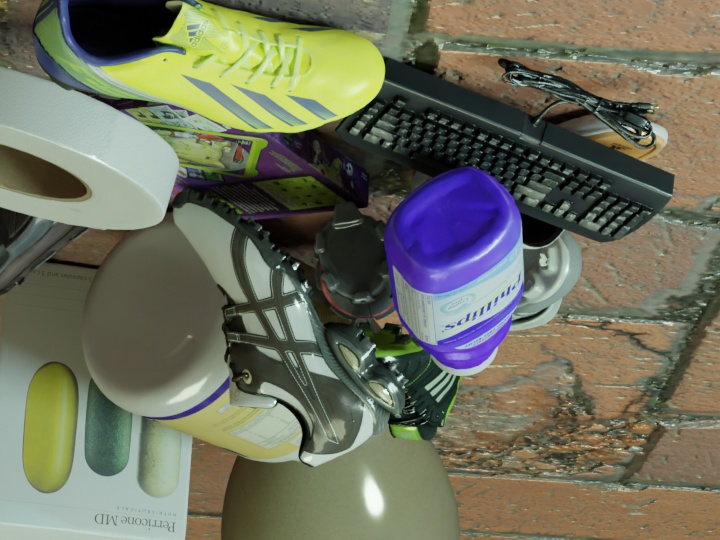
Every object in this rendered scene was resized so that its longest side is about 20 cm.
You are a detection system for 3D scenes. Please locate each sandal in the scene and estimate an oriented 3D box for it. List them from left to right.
[{"bbox_3d":[0.106,-0.048,1.676,0.079,0.059,0.207,17,157,-35],"label":"sandal"}]

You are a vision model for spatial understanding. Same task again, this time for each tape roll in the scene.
[{"bbox_3d":[-0.208,-0.076,1.615,0.203,0.037,0.203,14,166,4],"label":"tape roll"}]

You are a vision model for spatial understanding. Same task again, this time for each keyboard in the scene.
[{"bbox_3d":[0.097,-0.077,1.589,0.200,0.021,0.127,20,140,-18],"label":"keyboard"}]

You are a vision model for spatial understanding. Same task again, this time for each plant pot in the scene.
[{"bbox_3d":[-0.021,0.167,2.197,0.200,0.200,0.135,1,126,7],"label":"plant pot"}]

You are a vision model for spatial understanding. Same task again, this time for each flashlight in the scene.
[{"bbox_3d":[0.000,0.000,1.750,0.068,0.068,0.200,32,180,1],"label":"flashlight"}]

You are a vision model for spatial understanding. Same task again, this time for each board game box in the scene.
[{"bbox_3d":[-0.092,-0.077,1.673,0.120,0.032,0.200,-9,158,26],"label":"board game box"}]

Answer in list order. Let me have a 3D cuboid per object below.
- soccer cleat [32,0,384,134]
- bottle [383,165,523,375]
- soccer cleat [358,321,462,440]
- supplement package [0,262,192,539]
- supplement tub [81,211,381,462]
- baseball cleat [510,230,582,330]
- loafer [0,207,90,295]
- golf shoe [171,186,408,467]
[{"bbox_3d":[-0.082,-0.121,1.480,0.200,0.065,0.084,7,159,-9],"label":"soccer cleat"},{"bbox_3d":[0.060,0.009,1.660,0.083,0.065,0.200,-33,158,-11],"label":"bottle"},{"bbox_3d":[0.034,0.078,1.853,0.067,0.081,0.200,6,179,17],"label":"soccer cleat"},{"bbox_3d":[-0.212,0.114,1.997,0.152,0.200,0.151,8,161,-16],"label":"supplement package"},{"bbox_3d":[-0.083,0.053,1.876,0.145,0.146,0.200,-9,157,33],"label":"supplement tub"},{"bbox_3d":[0.112,0.002,1.838,0.106,0.070,0.200,7,172,-30],"label":"baseball cleat"},{"bbox_3d":[-0.228,-0.021,1.807,0.063,0.072,0.200,8,159,-28],"label":"loafer"},{"bbox_3d":[-0.064,0.036,1.691,0.200,0.094,0.078,47,178,5],"label":"golf shoe"}]
